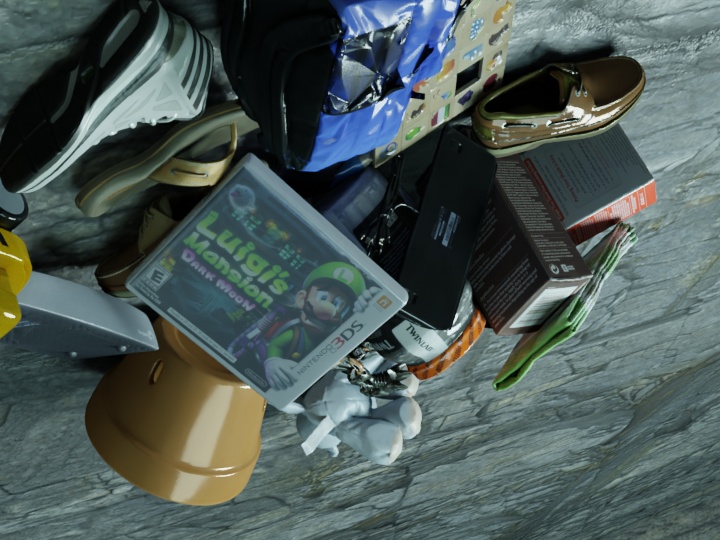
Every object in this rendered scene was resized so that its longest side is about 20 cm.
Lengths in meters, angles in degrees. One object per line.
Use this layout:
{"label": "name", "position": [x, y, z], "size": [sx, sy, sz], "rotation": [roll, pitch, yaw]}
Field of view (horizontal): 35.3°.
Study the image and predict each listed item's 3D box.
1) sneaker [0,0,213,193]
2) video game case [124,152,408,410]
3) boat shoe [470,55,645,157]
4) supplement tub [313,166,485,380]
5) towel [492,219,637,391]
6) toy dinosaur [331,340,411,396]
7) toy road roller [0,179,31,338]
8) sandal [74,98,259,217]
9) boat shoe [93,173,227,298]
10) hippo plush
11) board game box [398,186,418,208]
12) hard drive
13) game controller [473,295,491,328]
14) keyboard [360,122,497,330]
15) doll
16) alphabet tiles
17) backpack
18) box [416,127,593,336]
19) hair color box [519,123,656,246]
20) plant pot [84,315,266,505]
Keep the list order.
{"label": "sneaker", "position": [-0.192, -0.120, 0.902], "size": [0.200, 0.076, 0.115], "rotation": [-40, 147, 19]}
{"label": "video game case", "position": [-0.087, 0.017, 1.041], "size": [0.200, 0.023, 0.181], "rotation": [41, 116, -17]}
{"label": "boat shoe", "position": [0.207, -0.174, 1.150], "size": [0.198, 0.073, 0.068], "rotation": [-25, 157, -9]}
{"label": "supplement tub", "position": [0.030, 0.006, 1.149], "size": [0.122, 0.200, 0.123], "rotation": [-40, -170, 9]}
{"label": "towel", "position": [0.227, 0.042, 1.246], "size": [0.200, 0.031, 0.150], "rotation": [-49, 178, -44]}
{"label": "toy dinosaur", "position": [-0.019, 0.083, 1.315], "size": [0.135, 0.104, 0.199], "rotation": [25, 144, -38]}
{"label": "toy road roller", "position": [-0.344, -0.011, 0.878], "size": [0.122, 0.147, 0.199], "rotation": [-35, 151, 16]}
{"label": "sandal", "position": [-0.155, -0.089, 0.984], "size": [0.198, 0.055, 0.080], "rotation": [-29, 176, 8]}
{"label": "boat shoe", "position": [-0.170, -0.041, 1.070], "size": [0.198, 0.076, 0.074], "rotation": [-24, 118, 17]}
{"label": "hippo plush", "position": [-0.017, 0.200, 1.496], "size": [0.199, 0.160, 0.161], "rotation": [-35, 169, -27]}
{"label": "board game box", "position": [0.000, 0.000, 1.303], "size": [0.198, 0.041, 0.200], "rotation": [-33, 151, 11]}
{"label": "hard drive", "position": [-0.297, 0.044, 1.072], "size": [0.133, 0.043, 0.199], "rotation": [-8, 161, 27]}
{"label": "game controller", "position": [0.140, 0.030, 1.347], "size": [0.104, 0.199, 0.042], "rotation": [-47, 117, -26]}
{"label": "keyboard", "position": [0.063, -0.050, 1.097], "size": [0.126, 0.203, 0.020], "rotation": [29, 156, -27]}
{"label": "doll", "position": [-0.039, -0.114, 1.072], "size": [0.135, 0.049, 0.201], "rotation": [-8, 146, -29]}
{"label": "alphabet tiles", "position": [0.077, -0.195, 1.034], "size": [0.166, 0.008, 0.201], "rotation": [-34, 155, -18]}
{"label": "backpack", "position": [-0.014, -0.179, 0.866], "size": [0.166, 0.164, 0.201], "rotation": [-16, 150, -26]}
{"label": "box", "position": [0.147, -0.042, 1.189], "size": [0.074, 0.202, 0.100], "rotation": [-4, 146, -40]}
{"label": "hair color box", "position": [0.220, -0.083, 1.278], "size": [0.198, 0.112, 0.064], "rotation": [-28, 153, 5]}
{"label": "plant pot", "position": [-0.184, 0.133, 1.234], "size": [0.198, 0.200, 0.141], "rotation": [5, 122, -44]}
